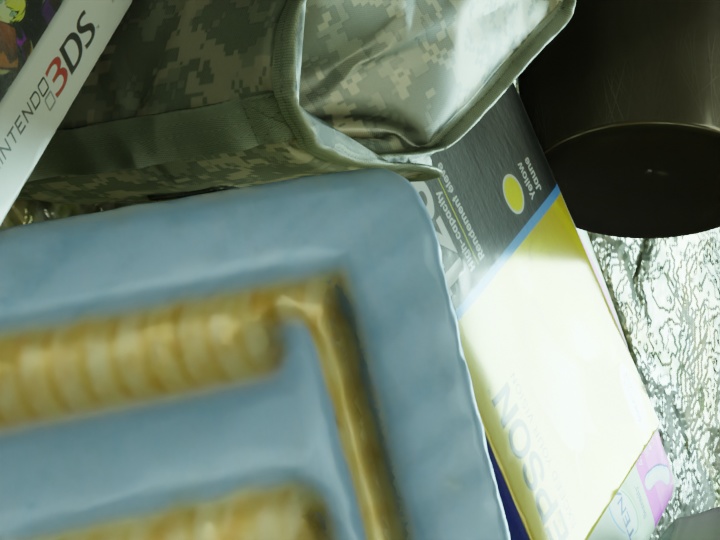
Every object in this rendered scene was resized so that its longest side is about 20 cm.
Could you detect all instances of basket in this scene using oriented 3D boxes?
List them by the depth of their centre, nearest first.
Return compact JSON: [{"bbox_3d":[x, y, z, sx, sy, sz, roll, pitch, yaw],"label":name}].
[{"bbox_3d":[0.134,-0.127,1.140,0.136,0.180,0.200,13,63,-20],"label":"basket"}]

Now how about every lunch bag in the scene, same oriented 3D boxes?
[{"bbox_3d":[-0.037,-0.087,0.921,0.200,0.164,0.118,-49,125,-44],"label":"lunch bag"}]

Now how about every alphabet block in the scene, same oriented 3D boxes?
[{"bbox_3d":[-0.079,0.095,0.727,0.195,0.200,0.197,-9,82,-21],"label":"alphabet block"}]

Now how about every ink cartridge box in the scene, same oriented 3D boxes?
[{"bbox_3d":[0.045,0.032,1.014,0.198,0.047,0.200,66,30,-17],"label":"ink cartridge box"}]

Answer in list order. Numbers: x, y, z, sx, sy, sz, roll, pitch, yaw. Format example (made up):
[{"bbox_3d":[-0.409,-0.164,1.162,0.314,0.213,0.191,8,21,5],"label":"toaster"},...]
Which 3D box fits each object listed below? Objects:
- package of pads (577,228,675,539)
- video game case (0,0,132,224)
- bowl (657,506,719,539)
[{"bbox_3d":[0.074,0.079,1.158,0.155,0.068,0.200,-52,129,-43],"label":"package of pads"},{"bbox_3d":[-0.149,-0.121,0.761,0.200,0.036,0.181,64,31,-32],"label":"video game case"},{"bbox_3d":[0.138,0.205,1.155,0.075,0.200,0.200,35,26,3],"label":"bowl"}]
